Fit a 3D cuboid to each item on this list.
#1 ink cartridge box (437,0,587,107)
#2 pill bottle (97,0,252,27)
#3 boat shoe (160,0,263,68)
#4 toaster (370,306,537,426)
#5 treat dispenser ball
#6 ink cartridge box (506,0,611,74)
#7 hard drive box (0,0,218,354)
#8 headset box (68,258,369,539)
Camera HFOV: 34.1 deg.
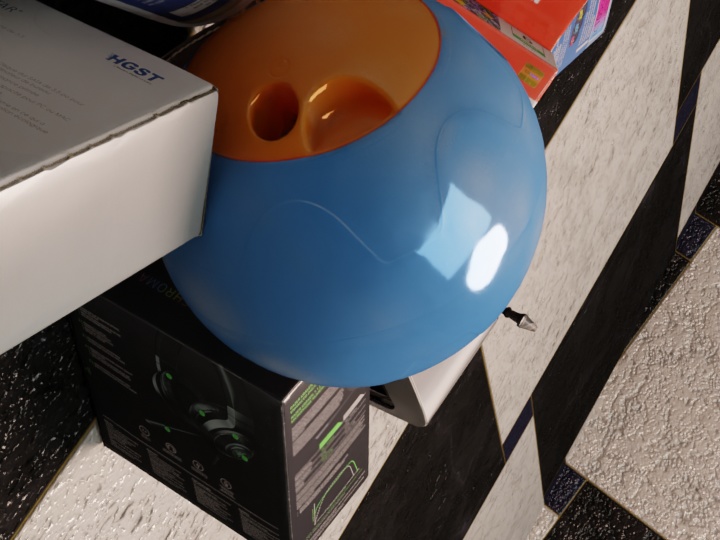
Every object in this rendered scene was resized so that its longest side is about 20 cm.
[{"bbox_3d":[0.075,-0.147,0.824,0.201,0.108,0.050,-55,-169,24],"label":"ink cartridge box"},{"bbox_3d":[-0.118,-0.175,0.494,0.200,0.110,0.112,-1,115,-67],"label":"pill bottle"},{"bbox_3d":[-0.044,-0.142,0.683,0.199,0.072,0.072,-25,158,-15],"label":"boat shoe"},{"bbox_3d":[0.000,0.000,0.822,0.119,0.199,0.181,-55,147,-21],"label":"toaster"},{"bbox_3d":[-0.007,-0.043,0.592,0.201,0.200,0.202,-48,154,-34],"label":"treat dispenser ball"},{"bbox_3d":[0.099,-0.202,0.928,0.200,0.136,0.077,-41,147,-44],"label":"ink cartridge box"},{"bbox_3d":[-0.177,-0.039,0.452,0.200,0.155,0.077,-36,146,-48],"label":"hard drive box"},{"bbox_3d":[-0.088,0.066,0.749,0.093,0.173,0.201,-47,152,-34],"label":"headset box"}]
